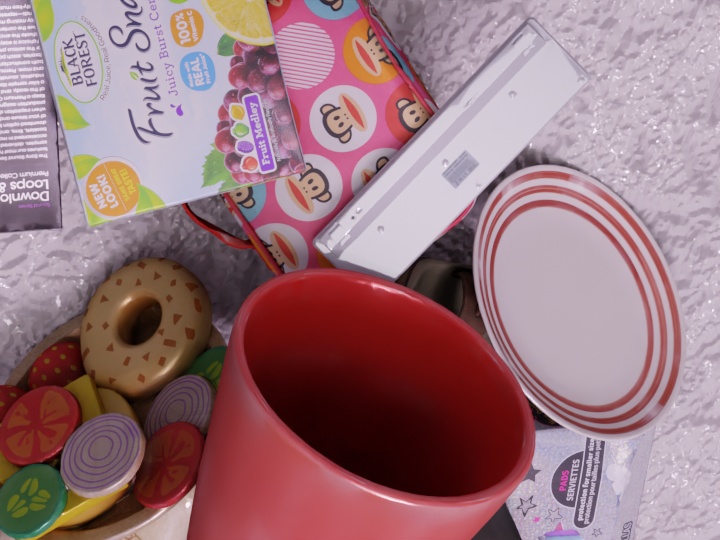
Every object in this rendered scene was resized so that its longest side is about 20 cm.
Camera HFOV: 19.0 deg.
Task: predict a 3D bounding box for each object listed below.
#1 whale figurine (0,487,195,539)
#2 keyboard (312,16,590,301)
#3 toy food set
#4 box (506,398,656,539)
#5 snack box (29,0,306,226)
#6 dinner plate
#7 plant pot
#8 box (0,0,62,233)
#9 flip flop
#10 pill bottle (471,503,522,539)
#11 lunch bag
[{"bbox_3d":[-0.166,0.190,1.485,0.159,0.104,0.200,45,93,7],"label":"whale figurine"},{"bbox_3d":[0.057,-0.070,1.362,0.056,0.011,0.200,43,96,-13],"label":"keyboard"},{"bbox_3d":[-0.170,0.096,1.437,0.199,0.198,0.049,-30,138,3],"label":"toy food set"},{"bbox_3d":[0.125,0.167,1.573,0.114,0.132,0.201,-4,119,-19],"label":"box"},{"bbox_3d":[-0.125,-0.141,1.331,0.141,0.053,0.201,-15,94,-4],"label":"snack box"},{"bbox_3d":[0.149,0.023,1.494,0.200,0.201,0.024,32,144,-26],"label":"dinner plate"},{"bbox_3d":[-0.015,0.129,1.334,0.199,0.201,0.178,12,128,-19],"label":"plant pot"},{"bbox_3d":[-0.268,-0.115,1.392,0.142,0.036,0.201,-4,117,-12],"label":"box"},{"bbox_3d":[0.067,0.036,1.473,0.200,0.057,0.082,-1,106,-62],"label":"flip flop"},{"bbox_3d":[0.048,0.182,1.469,0.113,0.201,0.114,-18,150,-11],"label":"pill bottle"},{"bbox_3d":[-0.037,-0.080,1.403,0.176,0.082,0.201,-32,94,4],"label":"lunch bag"}]
